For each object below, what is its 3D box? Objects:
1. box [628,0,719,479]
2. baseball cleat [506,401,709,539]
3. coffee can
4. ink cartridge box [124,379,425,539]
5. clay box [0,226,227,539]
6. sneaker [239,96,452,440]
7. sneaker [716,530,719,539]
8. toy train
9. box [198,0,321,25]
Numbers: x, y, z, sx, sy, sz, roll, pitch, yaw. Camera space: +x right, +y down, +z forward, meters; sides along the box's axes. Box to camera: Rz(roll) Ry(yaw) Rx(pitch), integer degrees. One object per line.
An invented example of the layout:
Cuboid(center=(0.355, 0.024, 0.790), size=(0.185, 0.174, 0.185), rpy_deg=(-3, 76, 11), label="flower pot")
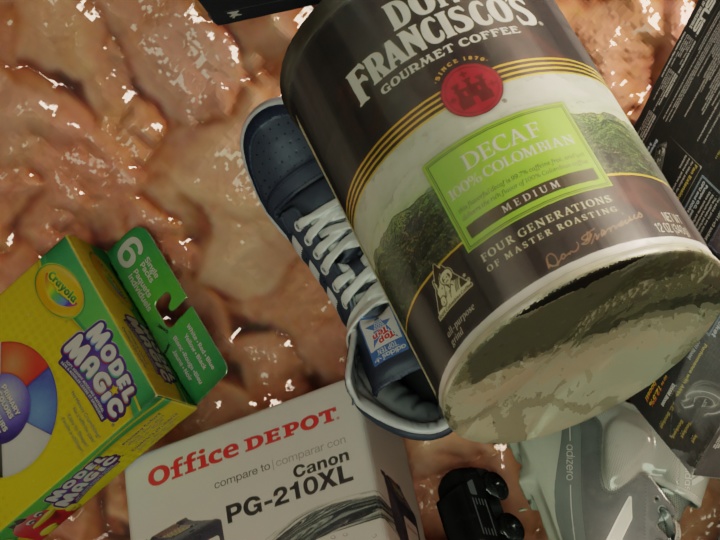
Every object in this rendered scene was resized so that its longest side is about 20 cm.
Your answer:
Cuboid(center=(0.185, -0.023, 0.905), size=(0.050, 0.158, 0.201), rpy_deg=(10, 117, -32), label="box")
Cuboid(center=(0.149, 0.152, 0.976), size=(0.106, 0.070, 0.201), rpy_deg=(-23, 71, 6), label="baseball cleat")
Cuboid(center=(0.065, -0.040, 0.887), size=(0.146, 0.146, 0.201), rpy_deg=(-34, 60, 12), label="coffee can")
Cuboid(center=(-0.037, 0.175, 0.964), size=(0.144, 0.201, 0.084), rpy_deg=(-21, 142, 11), label="ink cartridge box")
Cuboid(center=(-0.176, 0.072, 1.008), size=(0.200, 0.048, 0.115), rpy_deg=(-41, 63, 14), label="clay box")
Cuboid(center=(0.000, 0.000, 0.968), size=(0.070, 0.109, 0.200), rpy_deg=(-32, 98, 11), label="sneaker")
Cuboid(center=(0.225, 0.150, 0.973), size=(0.075, 0.115, 0.201), rpy_deg=(16, 105, -10), label="sneaker")
Cuboid(center=(0.081, 0.189, 0.972), size=(0.046, 0.201, 0.034), rpy_deg=(14, 134, -38), label="toy train")
Cuboid(center=(-0.006, -0.210, 0.871), size=(0.199, 0.182, 0.105), rpy_deg=(-11, 77, 8), label="box")
